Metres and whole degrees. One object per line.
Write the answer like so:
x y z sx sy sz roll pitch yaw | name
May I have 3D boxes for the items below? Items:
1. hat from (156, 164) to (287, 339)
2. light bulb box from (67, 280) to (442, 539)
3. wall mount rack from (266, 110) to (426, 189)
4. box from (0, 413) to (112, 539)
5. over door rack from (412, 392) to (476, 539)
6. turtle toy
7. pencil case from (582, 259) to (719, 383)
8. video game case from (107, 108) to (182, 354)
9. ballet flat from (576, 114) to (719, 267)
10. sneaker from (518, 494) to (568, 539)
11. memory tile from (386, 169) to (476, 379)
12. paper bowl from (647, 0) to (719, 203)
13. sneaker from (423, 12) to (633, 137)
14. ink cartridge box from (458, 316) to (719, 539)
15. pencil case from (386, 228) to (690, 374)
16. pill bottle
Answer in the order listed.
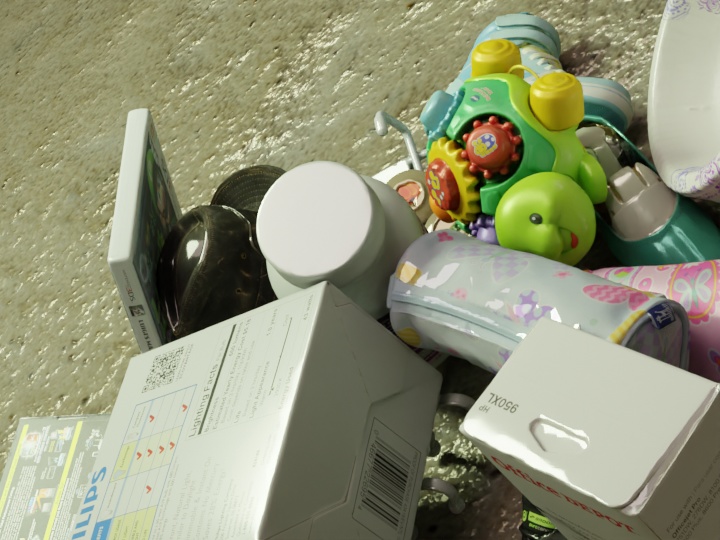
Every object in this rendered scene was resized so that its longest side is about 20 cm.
-0.118 0.009 1.371 0.200 0.081 0.202 -11 76 49 | hat
-0.072 0.141 1.102 0.199 0.125 0.199 -21 41 39 | light bulb box
0.002 -0.025 1.370 0.199 0.074 0.175 -28 64 24 | wall mount rack
-0.198 0.198 1.220 0.159 0.044 0.201 -6 51 21 | box
-0.003 0.172 1.166 0.199 0.067 0.148 -17 42 42 | over door rack
0.107 -0.067 1.186 0.101 0.146 0.200 -22 34 -20 | turtle toy
0.216 0.037 1.069 0.199 0.087 0.088 -5 50 45 | pencil case
-0.175 -0.008 1.442 0.023 0.182 0.201 -8 42 6 | video game case
0.189 -0.055 1.204 0.067 0.070 0.200 -40 34 4 | ballet flat
0.114 0.174 1.023 0.071 0.083 0.200 11 62 51 | sneaker
0.023 0.027 1.278 0.200 0.017 0.153 -47 62 -4 | memory tile
0.278 -0.141 1.127 0.201 0.104 0.202 -171 90 -77 | paper bowl
0.148 -0.160 1.354 0.199 0.080 0.131 0 54 45 | sneaker
0.169 0.128 0.910 0.084 0.200 0.144 -53 35 -12 | ink cartridge box
0.109 0.036 1.052 0.090 0.084 0.199 -23 31 -37 | pencil case
0.000 0.000 1.173 0.112 0.200 0.113 -6 69 16 | pill bottle
